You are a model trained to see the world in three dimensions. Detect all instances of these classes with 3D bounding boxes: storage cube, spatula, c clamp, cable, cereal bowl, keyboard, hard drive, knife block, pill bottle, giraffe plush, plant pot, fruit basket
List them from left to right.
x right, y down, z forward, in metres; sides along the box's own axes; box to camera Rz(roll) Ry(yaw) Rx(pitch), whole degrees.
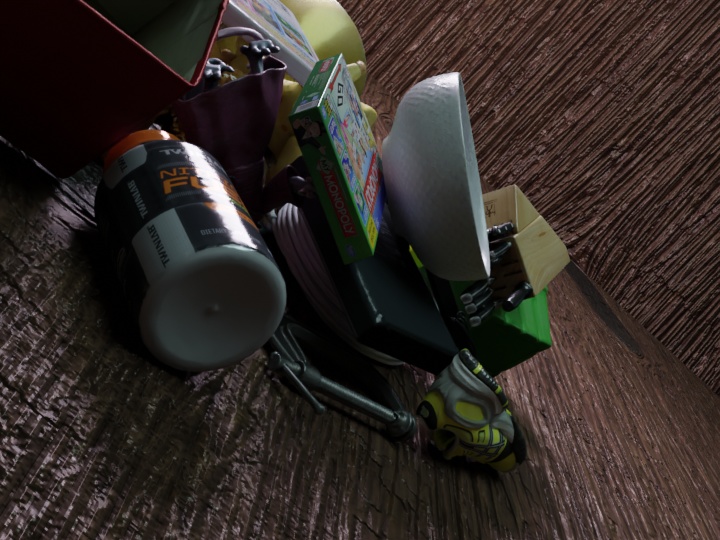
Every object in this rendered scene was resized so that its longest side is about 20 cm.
[{"bbox_3d":[-0.217,-0.209,0.980,0.200,0.180,0.171,36,49,-26],"label":"storage cube"},{"bbox_3d":[-0.132,-0.026,0.952,0.106,0.106,0.200,33,15,-39],"label":"pill bottle"},{"bbox_3d":[-0.111,-0.240,1.618,0.200,0.200,0.142,43,38,-1],"label":"plant pot"},{"bbox_3d":[-0.094,-0.172,1.462,0.162,0.173,0.200,27,-25,17],"label":"giraffe plush"},{"bbox_3d":[-0.061,-0.027,1.385,0.057,0.021,0.200,52,15,29],"label":"spatula"},{"bbox_3d":[-0.018,0.096,1.112,0.200,0.027,0.171,28,14,-46],"label":"c clamp"},{"bbox_3d":[0.000,0.000,1.327,0.200,0.069,0.200,34,24,-40],"label":"cable"},{"bbox_3d":[0.011,-0.005,1.210,0.139,0.033,0.200,27,31,-50],"label":"hard drive"},{"bbox_3d":[0.070,-0.085,1.254,0.200,0.083,0.201,-9,90,-81],"label":"cereal bowl"},{"bbox_3d":[0.100,0.065,1.386,0.127,0.021,0.200,-121,-170,-67],"label":"keyboard"},{"bbox_3d":[0.117,0.014,1.571,0.216,0.155,0.216,46,25,-29],"label":"fruit basket"},{"bbox_3d":[0.161,0.008,1.413,0.200,0.064,0.176,44,40,-45],"label":"knife block"}]

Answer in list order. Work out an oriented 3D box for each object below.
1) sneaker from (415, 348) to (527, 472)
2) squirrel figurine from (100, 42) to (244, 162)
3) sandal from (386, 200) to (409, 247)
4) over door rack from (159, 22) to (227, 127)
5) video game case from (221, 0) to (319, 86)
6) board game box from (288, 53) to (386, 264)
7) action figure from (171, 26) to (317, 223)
[{"bbox_3d":[0.100,0.143,1.233,0.075,0.076,0.200,49,-5,36],"label":"sneaker"},{"bbox_3d":[-0.180,-0.160,1.197,0.200,0.142,0.187,37,20,-16],"label":"squirrel figurine"},{"bbox_3d":[0.025,-0.040,1.459,0.075,0.048,0.200,38,-28,-18],"label":"sandal"},{"bbox_3d":[-0.209,-0.264,1.409,0.200,0.148,0.067,49,14,22],"label":"over door rack"},{"bbox_3d":[-0.121,-0.273,1.333,0.200,0.024,0.182,36,18,-36],"label":"video game case"},{"bbox_3d":[-0.015,-0.104,1.156,0.200,0.029,0.135,-78,148,-68],"label":"board game box"},{"bbox_3d":[-0.118,-0.090,1.128,0.134,0.201,0.149,-11,31,-18],"label":"action figure"}]
